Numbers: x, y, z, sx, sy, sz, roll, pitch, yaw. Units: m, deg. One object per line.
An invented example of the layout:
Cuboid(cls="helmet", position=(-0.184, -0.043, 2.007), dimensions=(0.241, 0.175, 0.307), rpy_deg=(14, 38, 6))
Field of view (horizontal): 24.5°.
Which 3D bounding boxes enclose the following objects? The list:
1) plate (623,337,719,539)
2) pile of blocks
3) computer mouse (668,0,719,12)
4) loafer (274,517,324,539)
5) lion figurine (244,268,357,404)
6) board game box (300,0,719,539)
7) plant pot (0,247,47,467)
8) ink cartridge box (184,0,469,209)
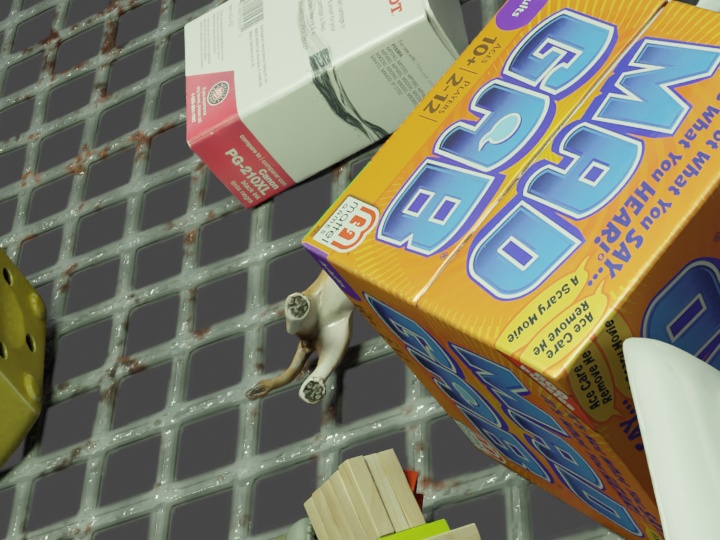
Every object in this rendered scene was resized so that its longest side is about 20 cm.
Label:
Cuboid(cls="plate", position=(0.198, 0.133, 0.682), dimensions=(0.032, 0.199, 0.201), rpy_deg=(-40, 36, 30))
Cuboid(cls="pile of blocks", position=(0.050, 0.174, 0.878), dimensions=(0.062, 0.082, 0.200), rpy_deg=(-10, 41, -35))
Cuboid(cls="computer mouse", position=(0.230, -0.147, 0.959), dimensions=(0.200, 0.109, 0.044), rpy_deg=(160, 116, -68))
Cuboid(cls="loafer", position=(-0.041, 0.227, 0.888), dimensions=(0.069, 0.075, 0.200), rpy_deg=(-28, 32, 22))
Cuboid(cls="lion figurine", position=(0.000, 0.000, 1.053), dimensions=(0.200, 0.072, 0.123), rpy_deg=(-44, 6, 6))
Cuboid(cls="board game box", position=(0.137, 0.000, 0.848), dimensions=(0.200, 0.200, 0.200), rpy_deg=(-50, 40, -11))
Cuboid(cls="plant pot", position=(-0.337, 0.060, 1.178), dimensions=(0.199, 0.196, 0.195), rpy_deg=(-21, 43, 12))
Cuboid(cls="ink cartridge box", position=(-0.024, -0.157, 1.207), dimensions=(0.199, 0.084, 0.145), rpy_deg=(-26, 42, 18))
